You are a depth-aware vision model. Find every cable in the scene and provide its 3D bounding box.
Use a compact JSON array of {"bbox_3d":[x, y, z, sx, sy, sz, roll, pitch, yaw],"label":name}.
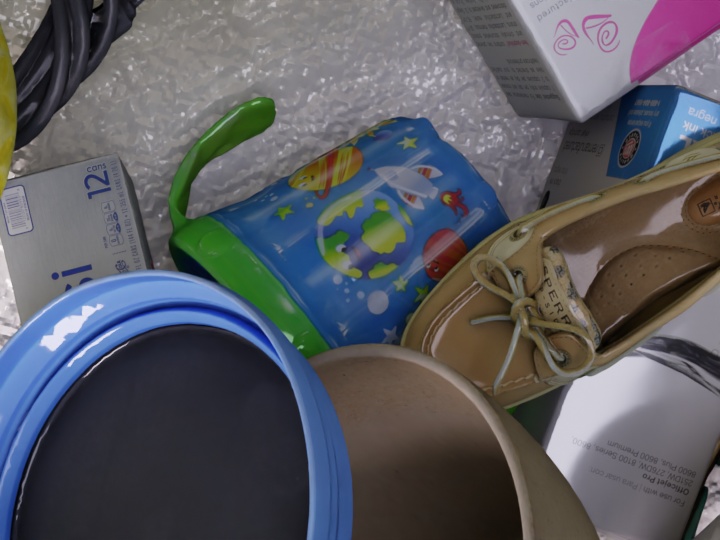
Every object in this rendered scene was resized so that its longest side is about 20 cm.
[{"bbox_3d":[-0.205,-0.150,0.821,0.200,0.051,0.163,43,94,-10],"label":"cable"}]

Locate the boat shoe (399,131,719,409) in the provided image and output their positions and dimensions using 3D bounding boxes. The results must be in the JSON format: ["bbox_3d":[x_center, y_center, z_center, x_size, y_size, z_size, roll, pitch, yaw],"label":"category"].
[{"bbox_3d":[0.103,-0.003,0.751,0.199,0.063,0.074,-33,89,3],"label":"boat shoe"}]

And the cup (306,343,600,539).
[{"bbox_3d":[0.029,0.147,0.736,0.143,0.200,0.201,27,90,-45],"label":"cup"}]

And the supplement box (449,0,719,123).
[{"bbox_3d":[0.080,-0.181,0.848,0.101,0.103,0.201,-33,101,-8],"label":"supplement box"}]

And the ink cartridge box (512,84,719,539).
[{"bbox_3d":[0.128,0.018,0.859,0.084,0.145,0.201,20,92,-12],"label":"ink cartridge box"}]

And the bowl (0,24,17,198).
[{"bbox_3d":[-0.256,-0.067,0.751,0.199,0.108,0.202,2,100,10],"label":"bowl"}]

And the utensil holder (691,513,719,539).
[{"bbox_3d":[0.185,0.194,0.780,0.169,0.200,0.171,12,52,-15],"label":"utensil holder"}]

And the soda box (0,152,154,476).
[{"bbox_3d":[-0.114,0.053,0.821,0.063,0.068,0.201,-14,83,-4],"label":"soda box"}]

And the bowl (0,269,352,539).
[{"bbox_3d":[-0.089,0.101,0.717,0.039,0.200,0.202,25,91,-54],"label":"bowl"}]

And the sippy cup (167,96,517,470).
[{"bbox_3d":[0.000,0.000,0.838,0.130,0.140,0.178,-38,108,-12],"label":"sippy cup"}]

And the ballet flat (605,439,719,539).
[{"bbox_3d":[0.162,0.098,0.928,0.063,0.069,0.201,26,88,14],"label":"ballet flat"}]
